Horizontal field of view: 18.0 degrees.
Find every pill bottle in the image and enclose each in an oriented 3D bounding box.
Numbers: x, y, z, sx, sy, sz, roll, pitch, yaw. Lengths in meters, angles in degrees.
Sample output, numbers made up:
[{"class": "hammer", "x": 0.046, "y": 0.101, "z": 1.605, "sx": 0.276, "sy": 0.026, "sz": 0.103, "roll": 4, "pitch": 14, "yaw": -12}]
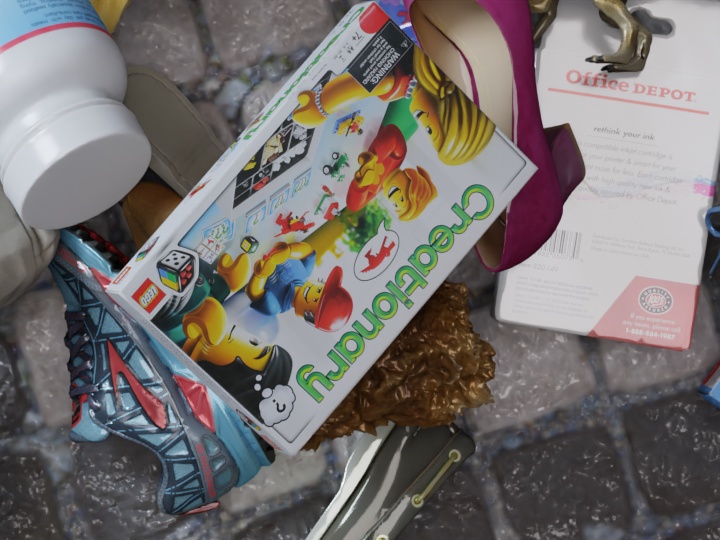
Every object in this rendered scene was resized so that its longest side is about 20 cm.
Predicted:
[{"class": "pill bottle", "x": -0.199, "y": -0.125, "z": 1.272, "sx": 0.109, "sy": 0.109, "sz": 0.200, "roll": -34, "pitch": 68, "yaw": 2}]

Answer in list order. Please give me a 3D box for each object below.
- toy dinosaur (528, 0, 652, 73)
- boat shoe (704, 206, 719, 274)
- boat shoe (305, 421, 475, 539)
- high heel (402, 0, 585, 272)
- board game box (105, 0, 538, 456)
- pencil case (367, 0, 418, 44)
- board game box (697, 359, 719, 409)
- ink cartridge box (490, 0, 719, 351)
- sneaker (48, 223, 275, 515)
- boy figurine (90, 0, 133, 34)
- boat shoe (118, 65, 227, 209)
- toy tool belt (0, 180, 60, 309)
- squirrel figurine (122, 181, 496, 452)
[{"class": "toy dinosaur", "x": 0.140, "y": -0.163, "z": 1.260, "sx": 0.199, "sy": 0.058, "sz": 0.102, "roll": 0, "pitch": 89, "yaw": -4}, {"class": "boat shoe", "x": 0.231, "y": -0.044, "z": 1.285, "sx": 0.084, "sy": 0.069, "sz": 0.201, "roll": -12, "pitch": 61, "yaw": 26}, {"class": "boat shoe", "x": -0.005, "y": 0.169, "z": 1.325, "sx": 0.060, "sy": 0.072, "sz": 0.202, "roll": 30, "pitch": 87, "yaw": 7}, {"class": "high heel", "x": 0.056, "y": -0.100, "z": 1.218, "sx": 0.067, "sy": 0.096, "sz": 0.200, "roll": -17, "pitch": 113, "yaw": 42}, {"class": "board game box", "x": -0.018, "y": -0.022, "z": 1.162, "sx": 0.126, "sy": 0.035, "sz": 0.200, "roll": 43, "pitch": 80, "yaw": -16}, {"class": "pencil case", "x": 0.050, "y": -0.215, "z": 1.322, "sx": 0.086, "sy": 0.078, "sz": 0.201, "roll": 5, "pitch": 91, "yaw": 18}, {"class": "board game box", "x": 0.334, "y": 0.050, "z": 1.321, "sx": 0.195, "sy": 0.056, "sz": 0.200, "roll": 36, "pitch": 91, "yaw": 2}, {"class": "ink cartridge box", "x": 0.148, "y": -0.061, "z": 1.323, "sx": 0.116, "sy": 0.067, "sz": 0.201, "roll": 9, "pitch": 91, "yaw": 1}, {"class": "sneaker", "x": -0.142, "y": 0.058, "z": 1.324, "sx": 0.095, "sy": 0.079, "sz": 0.200, "roll": -39, "pitch": 88, "yaw": -2}, {"class": "boy figurine", "x": -0.096, "y": -0.189, "z": 1.314, "sx": 0.199, "sy": 0.125, "sz": 0.065, "roll": -26, "pitch": 119, "yaw": 13}, {"class": "boat shoe", "x": -0.094, "y": -0.028, "z": 1.347, "sx": 0.200, "sy": 0.073, "sz": 0.063, "roll": 53, "pitch": 135, "yaw": -5}, {"class": "toy tool belt", "x": -0.270, "y": -0.036, "z": 1.311, "sx": 0.123, "sy": 0.125, "sz": 0.200, "roll": -49, "pitch": 65, "yaw": 35}, {"class": "squirrel figurine", "x": 0.000, "y": 0.000, "z": 1.276, "sx": 0.186, "sy": 0.141, "sz": 0.201, "roll": -16, "pitch": 81, "yaw": -38}]
